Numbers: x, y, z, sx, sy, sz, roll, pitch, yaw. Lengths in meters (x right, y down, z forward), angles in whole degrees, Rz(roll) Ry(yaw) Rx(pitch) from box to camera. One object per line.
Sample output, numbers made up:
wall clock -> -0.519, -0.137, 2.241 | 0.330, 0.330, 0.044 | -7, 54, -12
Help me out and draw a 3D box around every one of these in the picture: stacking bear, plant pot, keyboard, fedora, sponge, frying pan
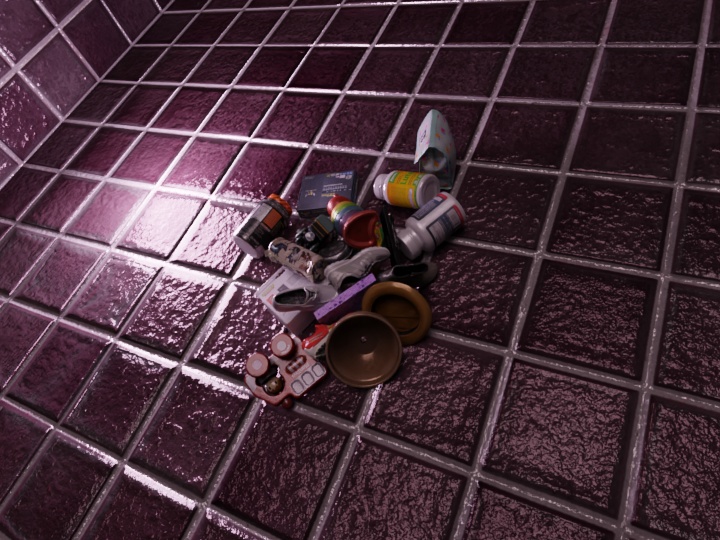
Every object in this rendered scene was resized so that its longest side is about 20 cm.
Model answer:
stacking bear -> -0.039, -0.164, 1.591 | 0.113, 0.122, 0.200 | -11, 35, -21
plant pot -> 0.008, 0.198, 1.368 | 0.199, 0.202, 0.093 | -21, 12, 4
keyboard -> 0.093, -0.094, 1.513 | 0.020, 0.127, 0.202 | -11, 76, -10
fedora -> 0.104, 0.106, 1.408 | 0.199, 0.202, 0.082 | 6, 24, 23
sponge -> -0.034, 0.090, 1.470 | 0.199, 0.112, 0.030 | -33, 66, -5
frying pan -> -0.067, -0.079, 1.583 | 0.114, 0.031, 0.191 | -4, 39, 26

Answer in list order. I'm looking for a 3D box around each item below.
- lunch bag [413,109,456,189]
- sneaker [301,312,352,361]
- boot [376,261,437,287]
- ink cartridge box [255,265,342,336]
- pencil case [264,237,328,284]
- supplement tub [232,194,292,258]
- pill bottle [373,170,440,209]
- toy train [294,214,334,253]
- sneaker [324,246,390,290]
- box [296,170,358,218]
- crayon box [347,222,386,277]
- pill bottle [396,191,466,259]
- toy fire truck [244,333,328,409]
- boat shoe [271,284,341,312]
lunch bag -> 0.238, -0.382, 1.649 | 0.121, 0.200, 0.172 | -1, 57, 18
sneaker -> -0.083, 0.165, 1.422 | 0.084, 0.078, 0.200 | 23, 37, 30
boot -> 0.152, 0.008, 1.416 | 0.198, 0.130, 0.068 | -11, 83, -26
ink cartridge box -> -0.186, 0.065, 1.559 | 0.200, 0.084, 0.175 | -44, 54, -14
pencil case -> -0.185, -0.028, 1.520 | 0.199, 0.078, 0.089 | 26, 49, 32
supplement tub -> -0.323, -0.150, 1.732 | 0.122, 0.123, 0.201 | 24, 66, 31
pill bottle -> 0.142, -0.256, 1.642 | 0.199, 0.111, 0.111 | 15, 62, 41
toy train -> -0.140, -0.105, 1.607 | 0.114, 0.200, 0.085 | -43, 90, -10
sneaker -> 0.000, 0.000, 1.483 | 0.199, 0.075, 0.082 | -25, 62, -8
box -> -0.111, -0.262, 1.782 | 0.198, 0.051, 0.159 | -4, 57, 17
crayon box -> 0.008, -0.058, 1.599 | 0.126, 0.051, 0.201 | 5, 59, 22
pill bottle -> 0.202, -0.128, 1.536 | 0.199, 0.120, 0.120 | -38, 53, -9
toy fire truck -> -0.207, 0.280, 1.413 | 0.200, 0.112, 0.168 | -39, 72, -9
boat shoe -> -0.148, 0.073, 1.444 | 0.198, 0.069, 0.073 | -1, 76, -9
